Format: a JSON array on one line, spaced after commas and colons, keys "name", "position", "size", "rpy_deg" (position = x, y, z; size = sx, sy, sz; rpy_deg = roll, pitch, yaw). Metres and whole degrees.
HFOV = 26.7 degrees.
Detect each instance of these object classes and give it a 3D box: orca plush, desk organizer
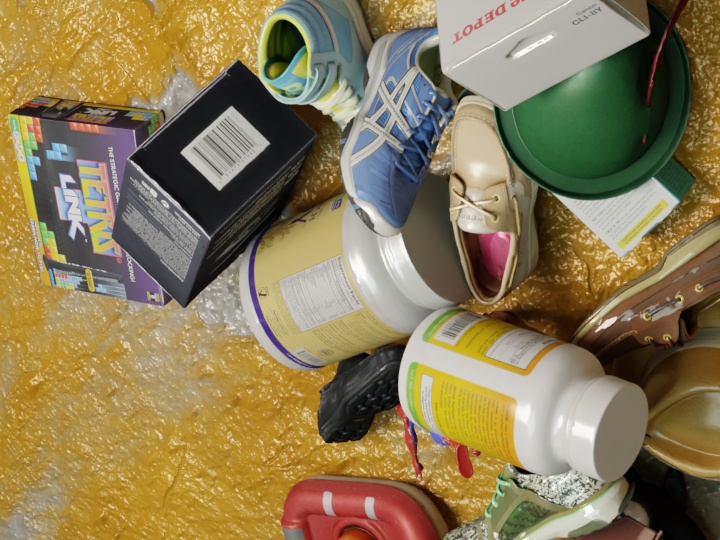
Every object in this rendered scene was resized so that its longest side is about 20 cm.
[{"name": "orca plush", "position": [0.271, 0.211, 1.440], "size": [0.200, 0.071, 0.105], "rpy_deg": [43, 175, 16]}, {"name": "desk organizer", "position": [0.223, 0.280, 1.421], "size": [0.077, 0.072, 0.200], "rpy_deg": [30, 161, 17]}]

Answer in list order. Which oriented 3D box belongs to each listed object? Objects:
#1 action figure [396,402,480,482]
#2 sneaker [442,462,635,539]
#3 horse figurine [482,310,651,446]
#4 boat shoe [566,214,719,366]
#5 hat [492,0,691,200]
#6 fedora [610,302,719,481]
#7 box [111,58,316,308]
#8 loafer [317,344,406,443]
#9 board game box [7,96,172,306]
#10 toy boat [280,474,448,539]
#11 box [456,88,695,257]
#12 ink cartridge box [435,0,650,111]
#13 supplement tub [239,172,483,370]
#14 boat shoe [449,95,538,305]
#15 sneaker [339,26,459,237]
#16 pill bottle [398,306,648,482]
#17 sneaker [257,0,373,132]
[{"name": "action figure", "position": [0.088, 0.166, 1.453], "size": [0.200, 0.065, 0.100], "rpy_deg": [-142, 31, -67]}, {"name": "sneaker", "position": [0.147, 0.200, 1.364], "size": [0.199, 0.077, 0.089], "rpy_deg": [-28, 97, 33]}, {"name": "horse figurine", "position": [0.162, 0.110, 1.387], "size": [0.201, 0.050, 0.133], "rpy_deg": [58, 140, 20]}, {"name": "boat shoe", "position": [0.255, 0.036, 1.293], "size": [0.200, 0.072, 0.068], "rpy_deg": [-41, 72, 20]}, {"name": "hat", "position": [0.190, -0.151, 1.161], "size": [0.164, 0.176, 0.203], "rpy_deg": [3, 95, 0]}, {"name": "fedora", "position": [0.307, 0.122, 1.336], "size": [0.199, 0.082, 0.203], "rpy_deg": [14, 122, 24]}, {"name": "box", "position": [-0.140, -0.075, 1.404], "size": [0.104, 0.148, 0.200], "rpy_deg": [43, 155, 3]}, {"name": "loafer", "position": [0.000, 0.110, 1.495], "size": [0.201, 0.067, 0.071], "rpy_deg": [128, 135, -59]}, {"name": "board game box", "position": [-0.273, -0.072, 1.590], "size": [0.164, 0.057, 0.202], "rpy_deg": [9, 120, 28]}, {"name": "toy boat", "position": [-0.005, 0.296, 1.588], "size": [0.198, 0.131, 0.132], "rpy_deg": [-1, 116, 31]}, {"name": "box", "position": [0.183, -0.112, 1.301], "size": [0.200, 0.049, 0.082], "rpy_deg": [44, 129, 2]}, {"name": "ink cartridge box", "position": [0.131, -0.245, 1.162], "size": [0.144, 0.202, 0.083], "rpy_deg": [-26, 144, 37]}, {"name": "supplement tub", "position": [0.000, 0.000, 1.410], "size": [0.199, 0.145, 0.146], "rpy_deg": [-22, 103, 37]}, {"name": "boat shoe", "position": [0.111, -0.054, 1.309], "size": [0.073, 0.069, 0.201], "rpy_deg": [11, 135, 31]}, {"name": "sneaker", "position": [0.037, -0.125, 1.294], "size": [0.077, 0.202, 0.075], "rpy_deg": [-14, 149, 43]}, {"name": "pill bottle", "position": [0.138, 0.108, 1.283], "size": [0.199, 0.111, 0.112], "rpy_deg": [18, 125, 40]}, {"name": "sneaker", "position": [-0.027, -0.154, 1.350], "size": [0.079, 0.131, 0.201], "rpy_deg": [-21, 104, 35]}]
